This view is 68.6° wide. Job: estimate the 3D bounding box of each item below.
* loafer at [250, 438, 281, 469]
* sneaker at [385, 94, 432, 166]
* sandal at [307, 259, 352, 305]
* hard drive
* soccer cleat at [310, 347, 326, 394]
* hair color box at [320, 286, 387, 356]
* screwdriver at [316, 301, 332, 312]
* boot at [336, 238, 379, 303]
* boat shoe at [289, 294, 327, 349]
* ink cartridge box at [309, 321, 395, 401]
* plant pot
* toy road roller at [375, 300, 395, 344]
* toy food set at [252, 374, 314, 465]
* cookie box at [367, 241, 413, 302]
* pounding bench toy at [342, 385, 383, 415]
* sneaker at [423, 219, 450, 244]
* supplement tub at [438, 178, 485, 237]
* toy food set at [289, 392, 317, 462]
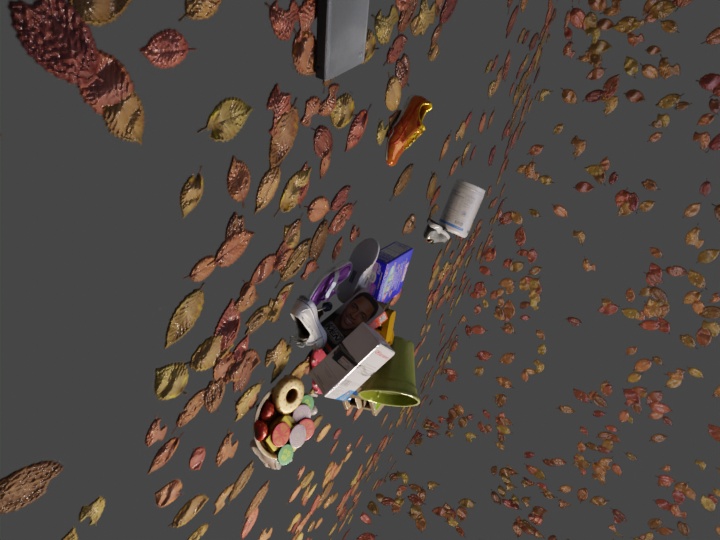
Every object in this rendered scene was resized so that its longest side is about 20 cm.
[{"bbox_3d":[-0.260,0.503,1.474,0.202,0.061,0.073,88,1,-55],"label":"loafer"},{"bbox_3d":[0.125,-0.366,1.388,0.203,0.076,0.073,-64,161,1],"label":"sneaker"},{"bbox_3d":[-0.073,0.037,1.395,0.203,0.049,0.084,-47,153,-39],"label":"sandal"},{"bbox_3d":[-0.031,-0.468,0.960,0.140,0.032,0.203,-45,151,-42],"label":"hard drive"},{"bbox_3d":[-0.114,0.278,1.570,0.077,0.065,0.204,-90,-176,-59],"label":"soccer cleat"},{"bbox_3d":[-0.032,0.151,1.466,0.199,0.102,0.061,-39,154,-8],"label":"hair color box"},{"bbox_3d":[-0.094,0.101,1.373,0.200,0.027,0.030,-49,124,-85],"label":"screwdriver"},{"bbox_3d":[0.000,0.000,1.521,0.202,0.073,0.095,-59,166,8],"label":"boot"},{"bbox_3d":[-0.140,0.157,1.336,0.087,0.074,0.204,-52,153,-30],"label":"boat shoe"},{"bbox_3d":[-0.019,0.247,1.414,0.200,0.085,0.145,-43,153,3],"label":"ink cartridge box"},{"bbox_3d":[0.101,0.318,1.691,0.201,0.196,0.188,70,26,-62],"label":"plant pot"},{"bbox_3d":[0.044,0.177,1.592,0.146,0.121,0.205,-25,127,-64],"label":"toy road roller"},{"bbox_3d":[-0.197,0.395,1.391,0.201,0.048,0.200,-50,125,-36],"label":"toy food set"},{"bbox_3d":[0.080,0.015,1.704,0.199,0.074,0.174,-28,139,-57],"label":"cookie box"},{"bbox_3d":[-0.001,0.368,1.822,0.124,0.153,0.204,-38,120,-46],"label":"pounding bench toy"},{"bbox_3d":[0.290,-0.139,2.059,0.080,0.074,0.199,-56,154,6],"label":"sneaker"},{"bbox_3d":[0.403,-0.247,2.111,0.131,0.130,0.204,2,112,-67],"label":"supplement tub"},{"bbox_3d":[-0.176,0.452,1.527,0.144,0.059,0.204,88,22,-75],"label":"toy food set"}]
